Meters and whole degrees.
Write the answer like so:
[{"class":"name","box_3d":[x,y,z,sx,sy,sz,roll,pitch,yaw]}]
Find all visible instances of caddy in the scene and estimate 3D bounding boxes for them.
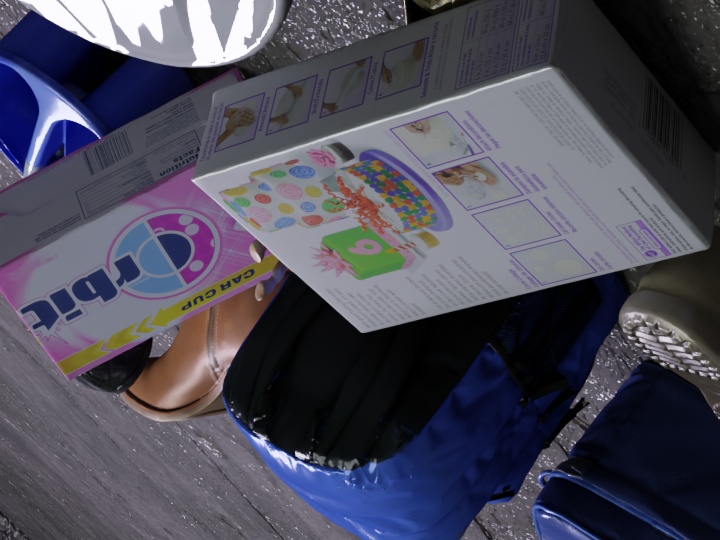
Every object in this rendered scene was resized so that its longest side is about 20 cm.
[{"class":"caddy","box_3d":[-0.188,-0.095,1.295,0.141,0.105,0.200,38,161,5]}]

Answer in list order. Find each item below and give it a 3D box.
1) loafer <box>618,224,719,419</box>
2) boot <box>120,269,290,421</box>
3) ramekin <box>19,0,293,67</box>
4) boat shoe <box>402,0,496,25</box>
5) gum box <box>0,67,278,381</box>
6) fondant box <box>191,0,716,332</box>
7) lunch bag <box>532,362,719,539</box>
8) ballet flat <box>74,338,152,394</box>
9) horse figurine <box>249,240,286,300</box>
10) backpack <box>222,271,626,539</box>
[{"class":"loafer","box_3d":[0.202,0.041,0.957,0.075,0.069,0.200,22,170,43]},{"class":"boot","box_3d":[-0.104,0.026,1.350,0.199,0.076,0.157,2,98,55]},{"class":"ramekin","box_3d":[-0.107,-0.194,0.908,0.201,0.095,0.203,22,154,11]},{"class":"boat shoe","box_3d":[0.047,-0.115,0.894,0.073,0.063,0.201,32,159,19]},{"class":"gum box","box_3d":[-0.126,-0.030,1.211,0.114,0.199,0.066,61,-178,-47]},{"class":"fondant box","box_3d":[0.044,-0.047,0.901,0.199,0.059,0.144,-16,139,32]},{"class":"lunch bag","box_3d":[0.191,0.160,1.130,0.199,0.133,0.136,27,157,29]},{"class":"ballet flat","box_3d":[-0.164,-0.004,1.357,0.066,0.201,0.057,-29,127,34]},{"class":"horse figurine","box_3d":[0.000,0.000,1.175,0.050,0.132,0.201,-6,120,54]},{"class":"backpack","box_3d":[0.039,0.057,1.078,0.162,0.200,0.168,18,152,43]}]
